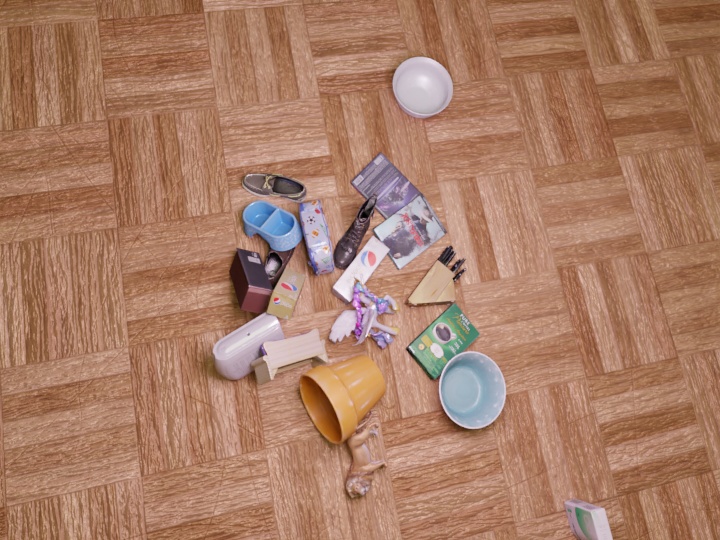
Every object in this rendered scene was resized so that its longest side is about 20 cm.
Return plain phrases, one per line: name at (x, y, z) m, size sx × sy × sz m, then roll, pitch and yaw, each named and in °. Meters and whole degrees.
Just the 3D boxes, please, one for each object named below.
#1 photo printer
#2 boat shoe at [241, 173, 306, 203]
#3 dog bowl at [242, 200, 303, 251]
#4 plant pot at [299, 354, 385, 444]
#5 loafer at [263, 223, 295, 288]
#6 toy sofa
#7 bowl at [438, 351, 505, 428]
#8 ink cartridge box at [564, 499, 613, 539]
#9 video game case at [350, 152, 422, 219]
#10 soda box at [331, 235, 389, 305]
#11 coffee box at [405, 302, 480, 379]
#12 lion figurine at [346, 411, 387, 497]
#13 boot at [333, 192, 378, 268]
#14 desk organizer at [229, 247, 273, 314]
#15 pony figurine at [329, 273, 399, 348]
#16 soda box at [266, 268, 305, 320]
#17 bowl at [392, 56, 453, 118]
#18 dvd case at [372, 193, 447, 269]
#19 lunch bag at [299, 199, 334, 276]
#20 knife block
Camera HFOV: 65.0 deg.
photo printer at (-0.297, 0.209, 1.508) m, size 0.197 × 0.168 × 0.070 m, roll -31°, pitch 64°, yaw -14°
boat shoe at (-0.255, -0.254, 1.681) m, size 0.196 × 0.060 × 0.074 m, roll 12°, pitch 74°, yaw -5°
dog bowl at (-0.256, -0.134, 1.617) m, size 0.197 × 0.050 × 0.112 m, roll 27°, pitch 63°, yaw 23°
plant pot at (-0.037, 0.325, 1.513) m, size 0.181 × 0.200 × 0.203 m, roll -27°, pitch 81°, yaw -30°
loafer at (-0.232, -0.046, 1.627) m, size 0.071 × 0.071 × 0.205 m, roll 15°, pitch 74°, yaw -4°
toy sofa at (-0.190, 0.230, 1.518) m, size 0.196 × 0.082 × 0.100 m, roll -12°, pitch 79°, yaw -39°
bowl at (0.299, 0.335, 1.591) m, size 0.195 × 0.105 × 0.207 m, roll 2°, pitch 79°, yaw -10°
ink cartridge box at (0.624, 0.733, 1.513) m, size 0.049 × 0.161 × 0.206 m, roll -8°, pitch 77°, yaw -8°
video game case at (0.085, -0.249, 1.753) m, size 0.200 × 0.019 × 0.143 m, roll 45°, pitch 75°, yaw 3°
soda box at (0.000, 0.000, 1.655) m, size 0.068 × 0.064 × 0.201 m, roll 37°, pitch 73°, yaw 2°
coffee box at (0.241, 0.206, 1.649) m, size 0.199 × 0.044 × 0.123 m, roll -42°, pitch 86°, yaw -15°
lion figurine at (0.002, 0.494, 1.519) m, size 0.119 × 0.072 × 0.206 m, roll -12°, pitch 86°, yaw -13°
boot at (-0.015, -0.115, 1.623) m, size 0.068 × 0.174 × 0.204 m, roll 27°, pitch 73°, yaw -1°
desk organizer at (-0.305, 0.026, 1.556) m, size 0.070 × 0.201 × 0.078 m, roll 13°, pitch 116°, yaw -30°
pony figurine at (0.021, 0.134, 1.574) m, size 0.199 × 0.164 × 0.197 m, roll 35°, pitch 70°, yaw -35°
soda box at (-0.199, 0.061, 1.539) m, size 0.066 × 0.201 × 0.065 m, roll 19°, pitch 108°, yaw -4°
bowl at (0.191, -0.569, 1.811) m, size 0.195 × 0.090 × 0.207 m, roll 2°, pitch 76°, yaw -8°
dvd case at (0.152, -0.119, 1.718) m, size 0.198 × 0.022 × 0.148 m, roll -35°, pitch 93°, yaw -16°
lunch bag at (-0.123, -0.086, 1.612) m, size 0.073 × 0.161 × 0.206 m, roll -11°, pitch 74°, yaw -3°
knife block at (0.221, 0.013, 1.684) m, size 0.194 × 0.064 × 0.181 m, roll -4°, pitch 76°, yaw -9°
